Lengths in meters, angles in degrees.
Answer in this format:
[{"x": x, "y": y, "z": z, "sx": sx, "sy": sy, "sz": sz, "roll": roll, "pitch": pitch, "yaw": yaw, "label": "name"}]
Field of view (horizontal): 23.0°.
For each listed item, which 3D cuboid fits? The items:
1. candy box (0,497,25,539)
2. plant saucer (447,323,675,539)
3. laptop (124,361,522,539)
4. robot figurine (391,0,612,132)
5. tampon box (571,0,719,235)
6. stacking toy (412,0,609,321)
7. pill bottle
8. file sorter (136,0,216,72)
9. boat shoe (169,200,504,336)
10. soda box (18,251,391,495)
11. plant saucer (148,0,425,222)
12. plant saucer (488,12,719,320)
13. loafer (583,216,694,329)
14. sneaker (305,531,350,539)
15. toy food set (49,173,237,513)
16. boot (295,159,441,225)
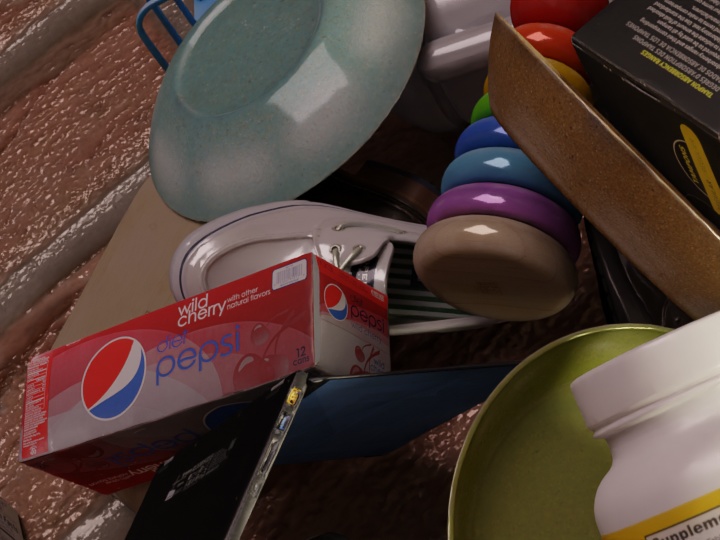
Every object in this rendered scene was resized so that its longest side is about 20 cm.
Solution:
[{"x": -0.245, "y": 0.224, "z": 0.981, "sx": 0.136, "sy": 0.061, "sz": 0.200, "roll": -32, "pitch": 42, "yaw": 5, "label": "candy box"}, {"x": 0.125, "y": 0.124, "z": 0.771, "sx": 0.201, "sy": 0.199, "sz": 0.031, "roll": -62, "pitch": 8, "yaw": -26, "label": "plant saucer"}, {"x": -0.029, "y": 0.122, "z": 0.832, "sx": 0.187, "sy": 0.116, "sz": 0.201, "roll": -38, "pitch": 25, "yaw": 58, "label": "laptop"}, {"x": 0.082, "y": -0.151, "z": 1.064, "sx": 0.199, "sy": 0.113, "sz": 0.170, "roll": -16, "pitch": 12, "yaw": 20, "label": "robot figurine"}, {"x": 0.238, "y": -0.106, "z": 0.897, "sx": 0.200, "sy": 0.150, "sz": 0.126, "roll": -40, "pitch": 42, "yaw": -4, "label": "tampon box"}, {"x": 0.087, "y": -0.078, "z": 0.927, "sx": 0.085, "sy": 0.085, "sz": 0.201, "roll": -3, "pitch": 59, "yaw": 31, "label": "stacking toy"}, {"x": 0.163, "y": 0.119, "z": 0.707, "sx": 0.112, "sy": 0.112, "sz": 0.201, "roll": -25, "pitch": 80, "yaw": 11, "label": "pill bottle"}, {"x": -0.076, "y": -0.218, "z": 1.220, "sx": 0.138, "sy": 0.123, "sz": 0.201, "roll": -21, "pitch": 44, "yaw": 14, "label": "file sorter"}, {"x": 0.000, "y": 0.000, "z": 0.943, "sx": 0.199, "sy": 0.074, "sz": 0.067, "roll": -3, "pitch": 8, "yaw": -15, "label": "boat shoe"}, {"x": -0.082, "y": 0.057, "z": 0.912, "sx": 0.199, "sy": 0.070, "sz": 0.064, "roll": -19, "pitch": 59, "yaw": 31, "label": "soda box"}, {"x": -0.056, "y": -0.122, "z": 1.032, "sx": 0.200, "sy": 0.039, "sz": 0.202, "roll": -23, "pitch": 45, "yaw": 25, "label": "plant saucer"}, {"x": 0.121, "y": -0.035, "z": 0.805, "sx": 0.035, "sy": 0.200, "sz": 0.200, "roll": -46, "pitch": 41, "yaw": 10, "label": "plant saucer"}, {"x": 0.165, "y": 0.026, "z": 0.896, "sx": 0.071, "sy": 0.073, "sz": 0.201, "roll": -17, "pitch": 50, "yaw": 4, "label": "loafer"}, {"x": -0.037, "y": 0.190, "z": 0.877, "sx": 0.200, "sy": 0.090, "sz": 0.067, "roll": -37, "pitch": 57, "yaw": 35, "label": "sneaker"}, {"x": -0.104, "y": 0.041, "z": 1.034, "sx": 0.143, "sy": 0.060, "sz": 0.201, "roll": 25, "pitch": 86, "yaw": 47, "label": "toy food set"}, {"x": -0.048, "y": -0.022, "z": 1.063, "sx": 0.199, "sy": 0.075, "sz": 0.097, "roll": 12, "pitch": 57, "yaw": 37, "label": "boot"}]
